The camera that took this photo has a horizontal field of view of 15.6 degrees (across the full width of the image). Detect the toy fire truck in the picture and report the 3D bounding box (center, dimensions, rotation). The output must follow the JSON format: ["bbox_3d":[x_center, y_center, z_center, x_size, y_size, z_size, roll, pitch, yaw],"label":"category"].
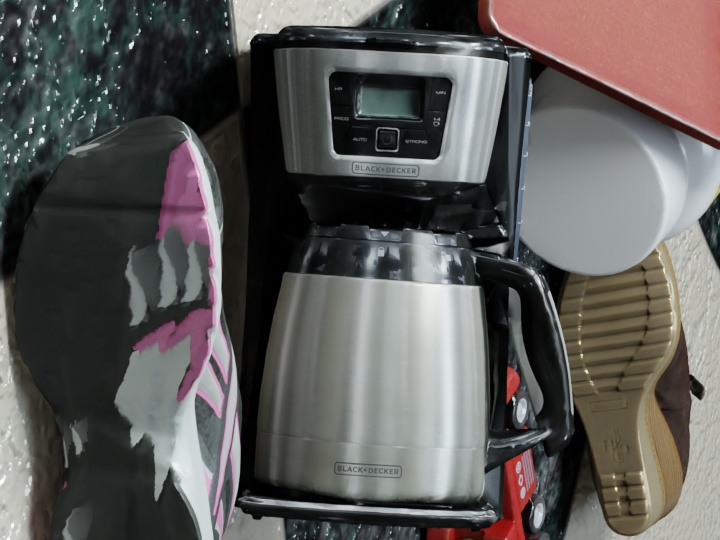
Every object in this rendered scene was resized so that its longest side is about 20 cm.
[{"bbox_3d":[0.047,0.161,1.314,0.141,0.048,0.201,-53,141,-48],"label":"toy fire truck"}]

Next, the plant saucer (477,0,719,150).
[{"bbox_3d":[0.130,-0.165,1.313,0.199,0.037,0.201,22,59,-33],"label":"plant saucer"}]

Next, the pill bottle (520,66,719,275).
[{"bbox_3d":[0.153,-0.083,1.410,0.200,0.114,0.115,-45,135,-53],"label":"pill bottle"}]

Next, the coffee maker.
[{"bbox_3d":[0.000,0.000,1.102,0.134,0.192,0.202,4,90,-23],"label":"coffee maker"}]

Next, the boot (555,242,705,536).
[{"bbox_3d":[0.162,0.044,1.542,0.166,0.072,0.202,-51,139,-68],"label":"boot"}]

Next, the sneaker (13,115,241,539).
[{"bbox_3d":[-0.082,0.034,1.000,0.086,0.080,0.201,-55,152,-66],"label":"sneaker"}]
